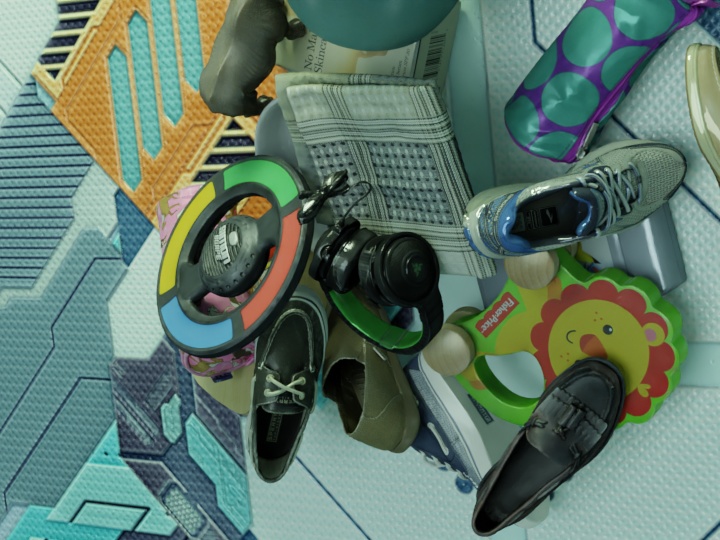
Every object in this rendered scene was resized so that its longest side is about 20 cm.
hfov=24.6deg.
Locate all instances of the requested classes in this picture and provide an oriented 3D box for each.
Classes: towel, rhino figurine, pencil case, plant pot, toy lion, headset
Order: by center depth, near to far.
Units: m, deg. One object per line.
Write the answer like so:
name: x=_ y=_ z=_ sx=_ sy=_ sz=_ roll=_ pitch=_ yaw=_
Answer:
plant pot: x=0.011 y=-0.285 z=1.393 sx=0.200 sy=0.201 sz=0.161 roll=32 pitch=140 yaw=23
pencil case: x=0.210 y=-0.182 z=1.405 sx=0.200 sy=0.085 sz=0.092 roll=-54 pitch=55 yaw=31
headset: x=0.000 y=0.000 z=1.437 sx=0.123 sy=0.094 sz=0.200 roll=16 pitch=138 yaw=37
towel: x=0.015 y=-0.083 z=1.450 sx=0.200 sy=0.035 sz=0.193 roll=9 pitch=128 yaw=44
toy lion: x=0.182 y=0.068 z=1.464 sx=0.192 sy=0.069 sz=0.200 roll=46 pitch=123 yaw=7
rhino figurine: x=-0.092 y=-0.226 z=1.504 sx=0.060 sy=0.087 sz=0.200 roll=34 pitch=120 yaw=21
pencil case: x=-0.150 y=0.008 z=1.639 sx=0.083 sy=0.087 sz=0.200 roll=-19 pitch=58 yaw=8

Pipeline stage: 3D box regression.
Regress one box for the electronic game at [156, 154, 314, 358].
electronic game: x=-0.118 y=-0.014 z=1.526 sx=0.200 sy=0.042 sz=0.200 roll=-24 pitch=52 yaw=35

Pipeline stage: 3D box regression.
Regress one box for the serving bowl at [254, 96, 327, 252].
serving bowl: x=-0.005 y=-0.092 z=1.551 sx=0.200 sy=0.066 sz=0.200 roll=29 pitch=141 yaw=27

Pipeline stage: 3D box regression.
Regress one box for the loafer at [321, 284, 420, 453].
loafer: x=-0.005 y=0.086 z=1.590 sx=0.076 sy=0.067 sz=0.200 roll=-55 pitch=46 yaw=31

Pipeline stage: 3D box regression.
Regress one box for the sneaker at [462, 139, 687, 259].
sneaker: x=0.190 y=-0.053 z=1.371 sx=0.085 sy=0.200 sz=0.077 roll=-162 pitch=51 yaw=-75

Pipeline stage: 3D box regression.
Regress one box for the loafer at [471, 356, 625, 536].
loafer: x=0.162 y=0.162 z=1.446 sx=0.072 sy=0.063 sz=0.200 roll=38 pitch=120 yaw=6

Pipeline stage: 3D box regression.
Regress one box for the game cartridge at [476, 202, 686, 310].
game cartridge: x=0.189 y=-0.017 z=1.490 sx=0.200 sy=0.040 sz=0.134 roll=-13 pitch=98 yaw=35

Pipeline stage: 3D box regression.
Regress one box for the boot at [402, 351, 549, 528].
boot: x=0.100 y=0.169 z=1.580 sx=0.090 sy=0.073 sz=0.200 roll=-43 pitch=69 yaw=40

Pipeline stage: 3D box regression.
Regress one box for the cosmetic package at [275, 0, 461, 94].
cosmetic package: x=-0.014 y=-0.229 z=1.550 sx=0.200 sy=0.071 sz=0.105 roll=21 pitch=113 yaw=28

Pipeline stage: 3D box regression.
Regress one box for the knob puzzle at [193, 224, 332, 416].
knob puzzle: x=-0.102 y=0.051 z=1.661 sx=0.219 sy=0.030 sz=0.220 roll=-16 pitch=62 yaw=33

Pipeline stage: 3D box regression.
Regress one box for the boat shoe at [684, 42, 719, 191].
boat shoe: x=0.323 y=-0.098 z=1.363 sx=0.065 sy=0.072 sz=0.200 roll=-18 pitch=94 yaw=26

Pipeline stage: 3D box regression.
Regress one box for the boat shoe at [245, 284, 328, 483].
boat shoe: x=-0.069 y=0.110 z=1.562 sx=0.071 sy=0.064 sz=0.200 roll=4 pitch=119 yaw=-8
